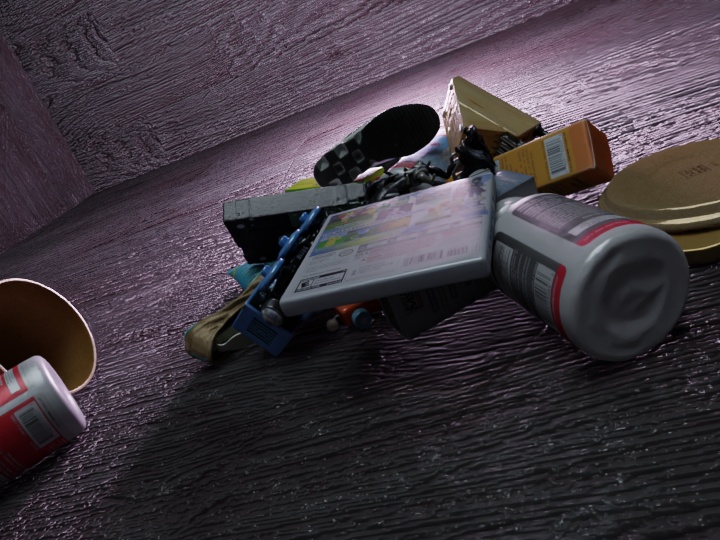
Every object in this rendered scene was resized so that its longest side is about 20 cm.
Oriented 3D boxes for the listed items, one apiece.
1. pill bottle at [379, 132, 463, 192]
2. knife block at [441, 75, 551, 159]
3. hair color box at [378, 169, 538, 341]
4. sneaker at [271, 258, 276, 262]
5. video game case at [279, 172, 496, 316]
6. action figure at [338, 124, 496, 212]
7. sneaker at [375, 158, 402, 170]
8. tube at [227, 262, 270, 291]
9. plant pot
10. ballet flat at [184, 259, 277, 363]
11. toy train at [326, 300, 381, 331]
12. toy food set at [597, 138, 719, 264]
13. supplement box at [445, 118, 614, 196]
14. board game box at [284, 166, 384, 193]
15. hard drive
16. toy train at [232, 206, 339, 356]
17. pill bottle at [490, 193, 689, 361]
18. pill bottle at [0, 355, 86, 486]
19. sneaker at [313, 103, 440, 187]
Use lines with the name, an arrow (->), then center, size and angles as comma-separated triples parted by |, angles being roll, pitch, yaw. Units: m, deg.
pill bottle -> 0.115, -0.143, 0.915 | 0.108, 0.110, 0.200 | -3, 30, 41
knife block -> 0.216, -0.196, 0.869 | 0.174, 0.064, 0.201 | 6, 44, -8
hair color box -> 0.108, -0.020, 0.661 | 0.199, 0.100, 0.061 | -29, 25, -13
sneaker -> -0.117, -0.060, 1.022 | 0.098, 0.071, 0.200 | -26, 29, -7
video game case -> 0.035, -0.030, 0.599 | 0.198, 0.022, 0.183 | -13, 28, 22
action figure -> 0.073, -0.088, 0.741 | 0.199, 0.102, 0.119 | -28, 26, 19
sneaker -> -0.001, -0.167, 1.118 | 0.199, 0.084, 0.076 | -36, 25, -27
tube -> -0.167, 0.007, 0.957 | 0.077, 0.051, 0.200 | -20, 16, -13
plant pot -> -0.527, 0.142, 0.867 | 0.199, 0.187, 0.187 | -33, 20, 15
ballet flat -> -0.141, 0.056, 0.801 | 0.199, 0.068, 0.072 | -37, 46, -28
toy train -> 0.000, 0.000, 0.784 | 0.149, 0.056, 0.200 | -27, 23, -8
toy food set -> 0.354, -0.083, 0.624 | 0.197, 0.049, 0.200 | -26, 22, -5
supplement box -> 0.207, -0.116, 0.756 | 0.199, 0.070, 0.066 | -17, -18, 41
board game box -> -0.030, -0.104, 0.982 | 0.199, 0.102, 0.048 | 1, 31, 46
hard drive -> -0.083, -0.065, 0.864 | 0.198, 0.140, 0.038 | -7, 65, 3
toy train -> -0.077, 0.006, 0.748 | 0.114, 0.086, 0.201 | -48, 10, 45
pill bottle -> 0.184, -0.008, 0.546 | 0.110, 0.111, 0.200 | -26, 23, -5
pill bottle -> -0.443, 0.200, 0.706 | 0.199, 0.113, 0.112 | -34, 24, -23
sneaker -> 0.023, -0.192, 0.888 | 0.198, 0.075, 0.089 | -23, 18, 16
